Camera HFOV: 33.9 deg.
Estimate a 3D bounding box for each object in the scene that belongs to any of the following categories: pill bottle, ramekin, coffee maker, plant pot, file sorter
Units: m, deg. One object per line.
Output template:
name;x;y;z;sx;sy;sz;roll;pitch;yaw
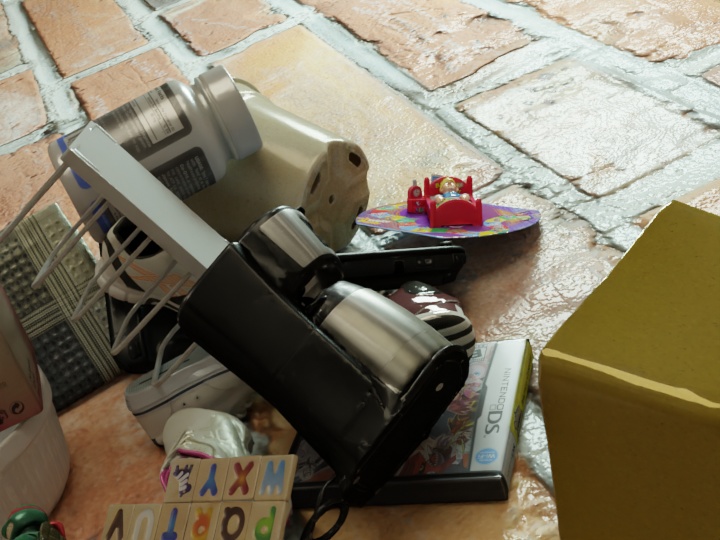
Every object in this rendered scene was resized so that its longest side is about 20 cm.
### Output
pill bottle;-0.207;-0.123;1.208;0.198;0.115;0.114;-28;31;-8
ramekin;-0.361;0.178;1.080;0.197;0.106;0.201;-14;31;9
coffee maker;-0.046;0.075;0.920;0.199;0.135;0.192;38;62;22
plant pot;-0.096;-0.102;1.329;0.182;0.203;0.200;18;45;32
file sorter;-0.214;-0.012;1.069;0.125;0.200;0.139;-46;15;9
plant pot;0.259;0.100;0.783;0.198;0.196;0.195;16;44;36

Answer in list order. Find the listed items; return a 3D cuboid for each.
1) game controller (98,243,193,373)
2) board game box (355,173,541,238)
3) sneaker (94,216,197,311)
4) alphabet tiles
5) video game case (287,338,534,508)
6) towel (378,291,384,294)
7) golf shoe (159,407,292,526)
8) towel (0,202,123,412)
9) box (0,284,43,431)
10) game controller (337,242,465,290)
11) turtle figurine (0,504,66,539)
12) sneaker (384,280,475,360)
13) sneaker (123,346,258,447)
game controller;-0.217;0.011;1.241;0.103;0.042;0.203;-3;63;-20
board game box;0.090;-0.074;1.250;0.198;0.040;0.157;11;20;43
sneaker;-0.167;0.004;1.177;0.197;0.081;0.074;13;46;-6
alphabet tiles;-0.134;0.220;0.868;0.198;0.008;0.169;-10;60;39
video game case;0.041;0.129;1.012;0.197;0.026;0.182;-7;32;20
towel;-0.065;0.050;1.206;0.151;0.024;0.200;1;36;32
golf shoe;-0.130;0.160;0.979;0.199;0.091;0.076;31;93;55
towel;-0.347;0.053;1.228;0.191;0.201;0.035;-31;-7;-18
box;-0.363;0.036;1.004;0.108;0.202;0.128;-24;30;-8
game controller;0.000;0.000;1.131;0.197;0.043;0.104;-4;-1;-25
turtle figurine;-0.256;0.241;0.879;0.100;0.151;0.201;-26;43;-3
sneaker;0.005;0.061;1.065;0.197;0.077;0.116;-8;21;6
sneaker;-0.120;0.098;1.103;0.198;0.071;0.073;-25;18;5
